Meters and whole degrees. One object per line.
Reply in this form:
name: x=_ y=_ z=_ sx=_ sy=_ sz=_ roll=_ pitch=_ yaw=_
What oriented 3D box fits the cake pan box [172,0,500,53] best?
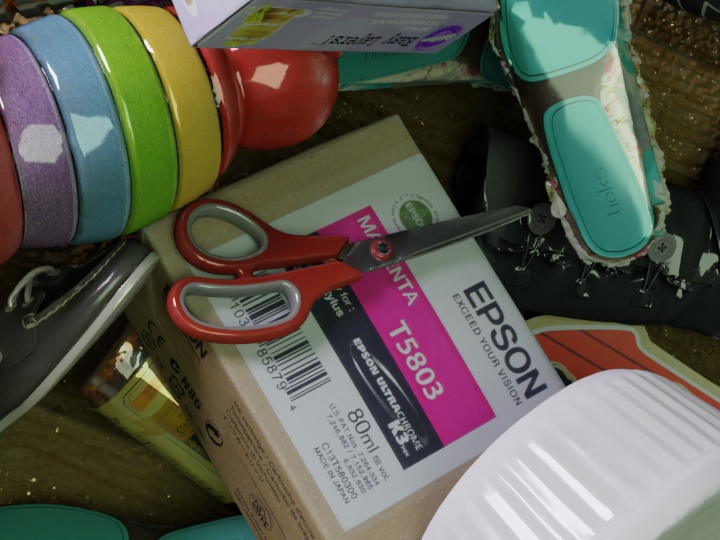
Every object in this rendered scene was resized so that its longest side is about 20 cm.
cake pan box: x=-0.038 y=-0.197 z=0.843 sx=0.184 sy=0.052 sz=0.201 roll=-9 pitch=73 yaw=-55

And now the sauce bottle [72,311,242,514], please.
sauce bottle: x=-0.057 y=0.093 z=0.972 sx=0.200 sy=0.066 sz=0.066 roll=37 pitch=86 yaw=-18

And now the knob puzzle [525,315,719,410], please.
knob puzzle: x=0.126 y=0.107 z=1.002 sx=0.218 sy=0.030 sz=0.221 roll=9 pitch=69 yaw=-24

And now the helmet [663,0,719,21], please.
helmet: x=0.211 y=-0.223 z=0.945 sx=0.190 sy=0.200 sz=0.200 roll=-37 pitch=109 yaw=29

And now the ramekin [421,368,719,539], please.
ramekin: x=0.112 y=0.137 z=0.878 sx=0.202 sy=0.094 sz=0.203 roll=-31 pitch=147 yaw=-23

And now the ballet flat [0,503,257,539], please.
ballet flat: x=-0.112 y=0.163 z=0.951 sx=0.198 sy=0.068 sz=0.069 roll=1 pitch=132 yaw=8

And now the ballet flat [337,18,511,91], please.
ballet flat: x=0.048 y=-0.133 z=0.970 sx=0.199 sy=0.064 sz=0.076 roll=-1 pitch=128 yaw=-32

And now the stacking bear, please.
stacking bear: x=-0.103 y=-0.078 z=0.855 sx=0.199 sy=0.122 sz=0.114 roll=-19 pitch=73 yaw=-23

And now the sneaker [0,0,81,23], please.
sneaker: x=-0.147 y=-0.163 z=0.852 sx=0.199 sy=0.078 sz=0.078 roll=-12 pitch=88 yaw=-15

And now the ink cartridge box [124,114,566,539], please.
ink cartridge box: x=-0.005 y=0.044 z=0.918 sx=0.164 sy=0.075 sz=0.201 roll=-27 pitch=80 yaw=-30

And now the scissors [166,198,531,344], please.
scissors: x=0.000 y=0.000 z=0.889 sx=0.199 sy=0.014 sz=0.074 roll=0 pitch=64 yaw=-24

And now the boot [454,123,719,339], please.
boot: x=0.151 y=-0.050 z=1.021 sx=0.199 sy=0.066 sz=0.166 roll=11 pitch=91 yaw=-13

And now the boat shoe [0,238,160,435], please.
boat shoe: x=-0.174 y=0.041 z=0.887 sx=0.057 sy=0.067 sz=0.200 roll=43 pitch=123 yaw=-7

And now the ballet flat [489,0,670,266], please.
ballet flat: x=0.107 y=-0.100 z=0.928 sx=0.075 sy=0.064 sz=0.201 roll=-10 pitch=105 yaw=6

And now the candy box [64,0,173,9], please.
candy box: x=-0.118 y=-0.211 z=0.917 sx=0.136 sy=0.061 sz=0.201 roll=-35 pitch=105 yaw=-9
